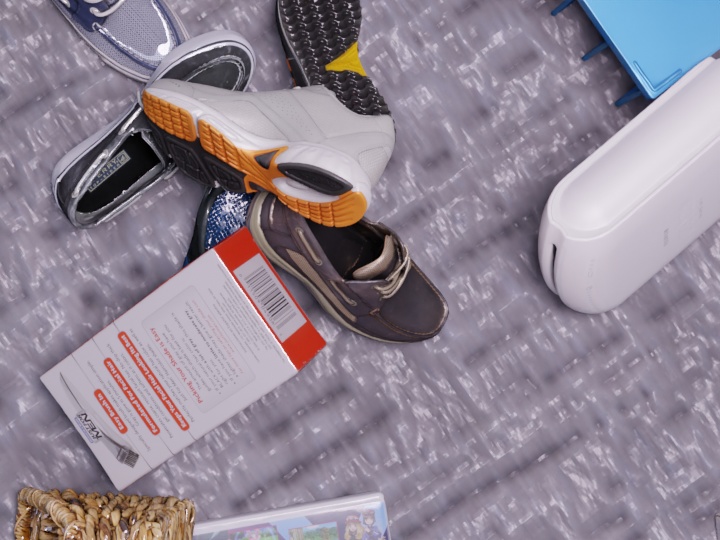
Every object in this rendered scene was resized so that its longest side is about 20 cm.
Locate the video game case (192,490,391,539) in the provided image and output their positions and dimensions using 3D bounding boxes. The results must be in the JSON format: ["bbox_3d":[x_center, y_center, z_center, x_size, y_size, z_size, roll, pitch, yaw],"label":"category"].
[{"bbox_3d":[-0.065,0.286,1.139,0.198,0.023,0.184,-9,89,-5],"label":"video game case"}]

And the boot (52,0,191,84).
[{"bbox_3d":[-0.212,-0.226,1.102,0.200,0.090,0.073,42,85,-3],"label":"boot"}]

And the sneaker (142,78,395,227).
[{"bbox_3d":[-0.065,-0.104,1.037,0.199,0.076,0.092,23,56,17],"label":"sneaker"}]

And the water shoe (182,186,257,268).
[{"bbox_3d":[-0.115,0.015,1.111,0.071,0.079,0.202,7,88,-5],"label":"water shoe"}]

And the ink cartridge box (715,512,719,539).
[{"bbox_3d":[0.404,0.263,1.157,0.198,0.084,0.146,-7,90,-7],"label":"ink cartridge box"}]

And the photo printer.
[{"bbox_3d":[0.224,-0.056,1.109,0.200,0.167,0.070,-39,65,-6],"label":"photo printer"}]

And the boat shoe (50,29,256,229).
[{"bbox_3d":[-0.157,-0.109,1.104,0.199,0.068,0.074,-37,124,-5],"label":"boat shoe"}]

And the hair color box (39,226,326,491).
[{"bbox_3d":[-0.136,0.069,1.069,0.199,0.064,0.111,-34,93,26],"label":"hair color box"}]

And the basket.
[{"bbox_3d":[-0.210,0.271,1.052,0.147,0.143,0.202,3,90,5],"label":"basket"}]

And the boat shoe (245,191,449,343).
[{"bbox_3d":[0.000,0.000,1.096,0.199,0.073,0.075,32,72,-31],"label":"boat shoe"}]

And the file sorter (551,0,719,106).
[{"bbox_3d":[0.213,-0.251,1.132,0.138,0.123,0.201,-36,93,-6],"label":"file sorter"}]

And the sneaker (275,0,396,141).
[{"bbox_3d":[-0.030,-0.151,1.132,0.069,0.090,0.202,-8,63,-18],"label":"sneaker"}]
